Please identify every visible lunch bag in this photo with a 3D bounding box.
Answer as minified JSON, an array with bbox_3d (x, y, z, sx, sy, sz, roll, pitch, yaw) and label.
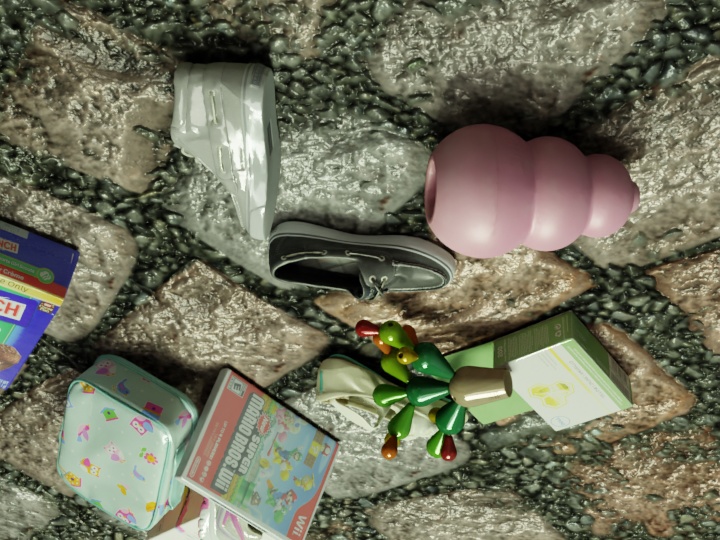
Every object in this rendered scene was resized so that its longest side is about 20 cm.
[{"bbox_3d":[-0.275,0.208,1.705,0.160,0.077,0.201,26,130,11],"label":"lunch bag"}]

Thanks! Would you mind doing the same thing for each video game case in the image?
[{"bbox_3d":[-0.119,0.227,1.710,0.200,0.144,0.017,38,153,-33],"label":"video game case"}]

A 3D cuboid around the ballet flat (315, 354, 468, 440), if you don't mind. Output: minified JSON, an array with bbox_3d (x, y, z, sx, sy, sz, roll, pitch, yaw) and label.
[{"bbox_3d":[0.035,0.163,1.668,0.199,0.070,0.069,24,137,-19],"label":"ballet flat"}]

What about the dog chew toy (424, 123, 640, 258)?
[{"bbox_3d":[0.163,-0.073,1.339,0.198,0.125,0.125,2,141,-7],"label":"dog chew toy"}]

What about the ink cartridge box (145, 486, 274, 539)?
[{"bbox_3d":[-0.203,0.342,1.909,0.199,0.068,0.116,-27,129,31],"label":"ink cartridge box"}]

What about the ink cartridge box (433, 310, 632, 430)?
[{"bbox_3d":[0.188,0.130,1.627,0.199,0.048,0.146,-23,132,28],"label":"ink cartridge box"}]

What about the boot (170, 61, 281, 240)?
[{"bbox_3d":[-0.130,-0.117,1.367,0.095,0.074,0.201,7,132,8],"label":"boot"}]

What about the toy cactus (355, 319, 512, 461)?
[{"bbox_3d":[0.083,0.133,1.577,0.164,0.102,0.201,-7,115,24],"label":"toy cactus"}]

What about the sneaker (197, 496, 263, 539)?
[{"bbox_3d":[-0.150,0.249,1.748,0.088,0.081,0.201,5,117,13],"label":"sneaker"}]

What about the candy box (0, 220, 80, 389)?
[{"bbox_3d":[-0.423,0.028,1.559,0.168,0.077,0.200,23,136,-18],"label":"candy box"}]

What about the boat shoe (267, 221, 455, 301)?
[{"bbox_3d":[0.000,0.000,1.480,0.198,0.067,0.070,13,140,-7],"label":"boat shoe"}]
